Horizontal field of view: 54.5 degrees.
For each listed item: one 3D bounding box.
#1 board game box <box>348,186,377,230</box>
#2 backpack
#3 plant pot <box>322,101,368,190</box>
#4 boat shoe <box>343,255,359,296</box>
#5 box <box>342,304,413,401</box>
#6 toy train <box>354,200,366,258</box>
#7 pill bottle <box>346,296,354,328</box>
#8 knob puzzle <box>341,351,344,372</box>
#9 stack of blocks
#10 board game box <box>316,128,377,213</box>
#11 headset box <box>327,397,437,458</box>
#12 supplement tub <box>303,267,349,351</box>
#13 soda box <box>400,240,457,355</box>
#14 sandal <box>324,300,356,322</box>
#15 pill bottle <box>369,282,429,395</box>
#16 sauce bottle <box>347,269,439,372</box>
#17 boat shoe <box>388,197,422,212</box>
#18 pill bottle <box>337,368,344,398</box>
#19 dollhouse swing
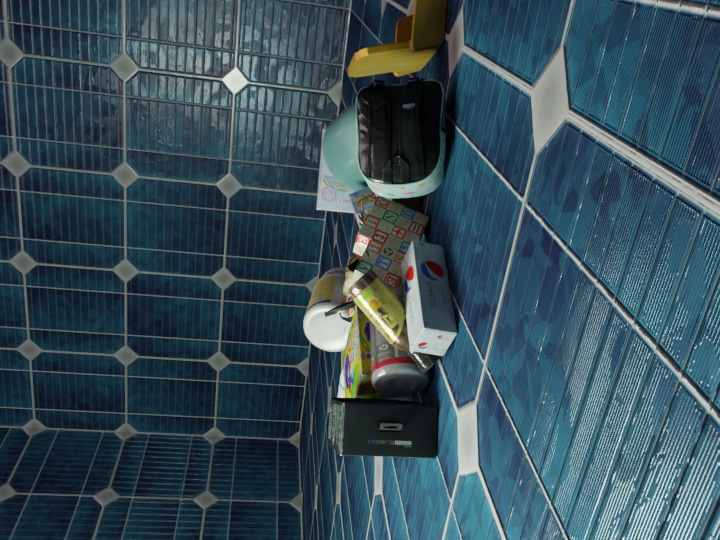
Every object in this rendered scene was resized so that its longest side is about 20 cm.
[{"bbox_3d":[0.036,-0.080,1.584,0.200,0.061,0.202,-115,4,-73],"label":"board game box"},{"bbox_3d":[0.077,-0.234,1.303,0.154,0.173,0.203,69,-160,-70],"label":"backpack"},{"bbox_3d":[0.028,-0.305,1.621,0.161,0.198,0.204,149,126,-66],"label":"plant pot"},{"bbox_3d":[0.000,0.000,1.604,0.200,0.070,0.066,-81,-3,-71],"label":"boat shoe"},{"bbox_3d":[0.038,0.210,1.491,0.202,0.120,0.194,-95,14,-48],"label":"box"},{"bbox_3d":[0.024,-0.033,1.478,0.116,0.083,0.203,107,151,-63],"label":"toy train"},{"bbox_3d":[0.021,0.068,1.695,0.201,0.112,0.116,-99,16,-56],"label":"pill bottle"},{"bbox_3d":[-0.024,0.245,1.913,0.219,0.030,0.224,-176,90,-78],"label":"knob puzzle"},{"bbox_3d":[0.046,-0.042,1.358,0.059,0.114,0.201,105,-171,-52],"label":"stack of blocks"},{"bbox_3d":[-0.007,-0.244,1.762,0.041,0.197,0.203,-167,83,-83],"label":"board game box"},{"bbox_3d":[0.036,0.286,1.282,0.200,0.171,0.094,138,136,-79],"label":"headset box"},{"bbox_3d":[-0.063,0.097,1.822,0.201,0.143,0.147,-76,-3,-57],"label":"supplement tub"},{"bbox_3d":[0.117,0.045,1.221,0.069,0.063,0.202,115,159,-44],"label":"soda box"},{"bbox_3d":[0.011,0.084,1.546,0.075,0.198,0.049,-15,-92,-72],"label":"sandal"},{"bbox_3d":[0.072,0.127,1.341,0.111,0.109,0.202,107,165,-55],"label":"pill bottle"},{"bbox_3d":[0.061,0.091,1.243,0.065,0.200,0.065,-41,-4,-4],"label":"sauce bottle"},{"bbox_3d":[0.095,-0.142,1.496,0.067,0.073,0.203,73,-163,-71],"label":"boat shoe"},{"bbox_3d":[0.000,0.299,1.726,0.113,0.110,0.203,-104,22,-65],"label":"pill bottle"},{"bbox_3d":[0.071,-0.505,1.467,0.200,0.173,0.185,-172,87,-82],"label":"dollhouse swing"}]
